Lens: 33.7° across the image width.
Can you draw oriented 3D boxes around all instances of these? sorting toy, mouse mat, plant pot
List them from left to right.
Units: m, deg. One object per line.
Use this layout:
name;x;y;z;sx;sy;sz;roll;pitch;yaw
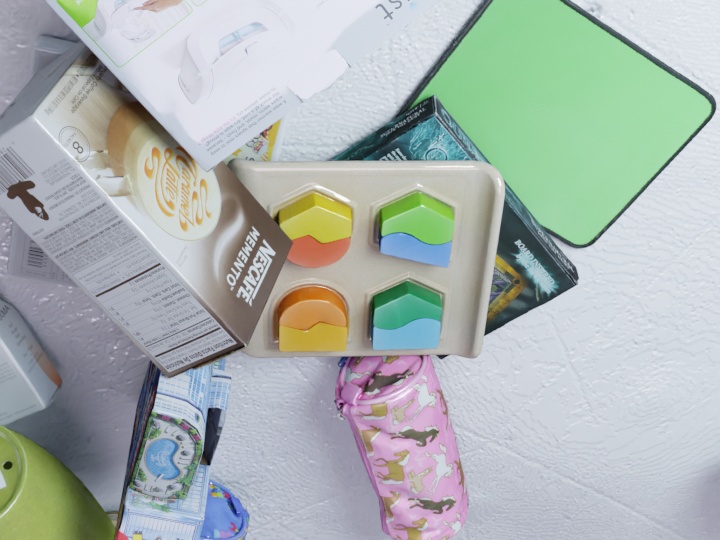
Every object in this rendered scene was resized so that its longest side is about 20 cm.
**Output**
plant pot;-0.294;0.205;0.937;0.186;0.188;0.200;0;145;-3
sorting toy;0.000;0.000;0.887;0.199;0.037;0.186;2;130;-1
mouse mat;0.140;-0.109;0.867;0.199;0.008;0.161;27;122;-23

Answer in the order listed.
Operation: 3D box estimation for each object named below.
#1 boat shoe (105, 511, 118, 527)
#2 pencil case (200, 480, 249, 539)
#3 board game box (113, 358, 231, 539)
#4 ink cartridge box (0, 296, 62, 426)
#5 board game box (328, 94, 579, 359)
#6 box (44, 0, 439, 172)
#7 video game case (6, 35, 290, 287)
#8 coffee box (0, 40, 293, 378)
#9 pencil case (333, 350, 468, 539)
boat shoe;-0.248;0.318;1.132;0.072;0.068;0.201;12;126;-12
pencil case;-0.156;0.284;1.105;0.086;0.078;0.201;-7;132;-30
board game box;-0.139;0.129;0.893;0.061;0.201;0.200;12;136;-12
ink cartridge box;-0.360;0.049;0.950;0.161;0.050;0.201;-22;107;14
board game box;0.059;-0.026;0.907;0.135;0.028;0.200;-30;124;22
box;-0.073;-0.192;0.722;0.200;0.097;0.177;-35;120;16
video game case;-0.159;-0.062;0.877;0.181;0.023;0.201;11;125;-11
coffee box;-0.146;-0.042;0.784;0.079;0.115;0.200;-24;119;33
pencil case;0.038;0.151;1.013;0.086;0.083;0.201;-4;130;18
